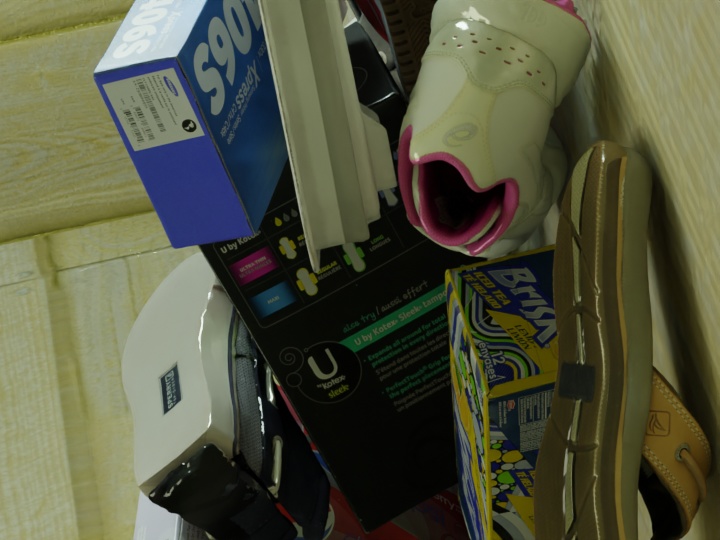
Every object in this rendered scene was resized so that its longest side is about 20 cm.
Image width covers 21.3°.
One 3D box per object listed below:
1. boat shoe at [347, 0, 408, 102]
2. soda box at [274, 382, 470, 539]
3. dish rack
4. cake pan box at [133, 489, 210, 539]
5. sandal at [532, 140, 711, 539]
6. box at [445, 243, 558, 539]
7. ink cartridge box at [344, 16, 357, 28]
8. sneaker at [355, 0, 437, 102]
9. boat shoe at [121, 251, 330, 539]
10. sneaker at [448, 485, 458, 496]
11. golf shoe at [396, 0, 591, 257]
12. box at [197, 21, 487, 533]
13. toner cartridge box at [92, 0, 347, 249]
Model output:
[{"bbox_3d":[0.019,-0.139,1.082,0.074,0.060,0.201,104,153,-69],"label":"boat shoe"},{"bbox_3d":[-0.014,0.136,1.096,0.200,0.070,0.064,34,-154,-25],"label":"soda box"},{"bbox_3d":[-0.020,-0.107,0.793,0.172,0.043,0.201,-104,4,-83],"label":"dish rack"},{"bbox_3d":[-0.050,0.167,1.144,0.184,0.052,0.201,39,-152,-26],"label":"cake pan box"},{"bbox_3d":[0.098,0.055,0.684,0.080,0.054,0.201,-159,71,-79],"label":"sandal"},{"bbox_3d":[0.079,0.076,0.869,0.200,0.064,0.070,84,172,-54],"label":"box"},{"bbox_3d":[-0.017,-0.077,1.160,0.068,0.115,0.200,43,-161,-22],"label":"ink cartridge box"},{"bbox_3d":[0.020,-0.173,0.900,0.113,0.071,0.201,-111,7,-48],"label":"sneaker"},{"bbox_3d":[-0.067,0.075,0.989,0.093,0.075,0.200,42,-159,-26],"label":"boat shoe"},{"bbox_3d":[0.067,0.180,1.206,0.074,0.088,0.201,-119,16,-72],"label":"sneaker"},{"bbox_3d":[0.042,-0.041,0.780,0.200,0.075,0.092,84,-152,-67],"label":"golf shoe"},{"bbox_3d":[0.000,0.000,0.987,0.201,0.124,0.149,60,-178,-21],"label":"box"},{"bbox_3d":[-0.059,-0.108,0.888,0.200,0.043,0.095,-72,-32,-50],"label":"toner cartridge box"}]
